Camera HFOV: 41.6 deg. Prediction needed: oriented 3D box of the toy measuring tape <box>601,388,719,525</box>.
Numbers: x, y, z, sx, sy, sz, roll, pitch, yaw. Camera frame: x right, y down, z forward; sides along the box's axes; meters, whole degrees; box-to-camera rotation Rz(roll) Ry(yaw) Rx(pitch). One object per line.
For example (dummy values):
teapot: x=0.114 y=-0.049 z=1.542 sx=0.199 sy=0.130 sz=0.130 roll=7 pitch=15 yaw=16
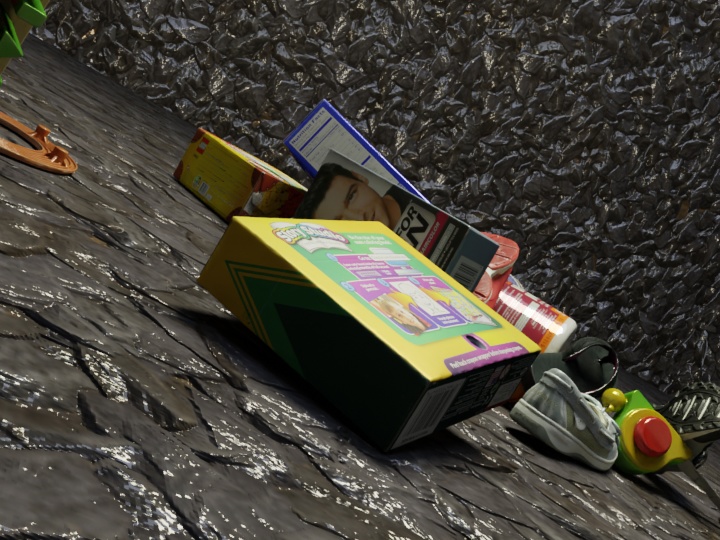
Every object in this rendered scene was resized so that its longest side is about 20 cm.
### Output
toy measuring tape: x=0.320 y=0.212 z=1.010 sx=0.200 sy=0.073 sz=0.074 roll=51 pitch=6 yaw=1

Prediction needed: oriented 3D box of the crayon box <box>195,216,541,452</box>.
crayon box: x=0.014 y=0.033 z=0.660 sx=0.172 sy=0.058 sz=0.200 roll=38 pitch=19 yaw=23

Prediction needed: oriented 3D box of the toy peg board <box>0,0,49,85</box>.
toy peg board: x=-0.416 y=-0.296 z=0.979 sx=0.199 sy=0.200 sz=0.098 roll=25 pitch=21 yaw=-43

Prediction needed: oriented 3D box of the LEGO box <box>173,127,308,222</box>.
LEGO box: x=-0.132 y=-0.097 z=1.236 sx=0.149 sy=0.077 sz=0.200 roll=26 pitch=7 yaw=-40

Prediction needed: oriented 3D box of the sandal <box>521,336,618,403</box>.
sandal: x=0.244 y=0.112 z=1.029 sx=0.200 sy=0.048 sz=0.076 roll=-8 pitch=74 yaw=-52

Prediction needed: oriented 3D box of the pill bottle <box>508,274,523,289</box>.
pill bottle: x=0.163 y=0.040 z=1.377 sx=0.115 sy=0.116 sz=0.200 roll=33 pitch=5 yaw=26

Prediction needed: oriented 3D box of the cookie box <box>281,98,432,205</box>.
cookie box: x=0.015 y=-0.086 z=1.112 sx=0.200 sy=0.075 sz=0.171 roll=46 pitch=1 yaw=14

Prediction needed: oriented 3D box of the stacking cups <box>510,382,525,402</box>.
stacking cups: x=0.174 y=0.123 z=1.030 sx=0.199 sy=0.061 sz=0.060 roll=19 pitch=11 yaw=-43

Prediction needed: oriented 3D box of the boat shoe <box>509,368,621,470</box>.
boat shoe: x=0.211 y=0.144 z=0.922 sx=0.074 sy=0.065 sz=0.202 roll=35 pitch=4 yaw=39

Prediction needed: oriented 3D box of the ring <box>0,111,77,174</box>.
ring: x=-0.339 y=-0.141 z=0.830 sx=0.200 sy=0.019 sz=0.200 roll=31 pitch=5 yaw=-3

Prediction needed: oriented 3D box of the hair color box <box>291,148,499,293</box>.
hair color box: x=0.025 y=-0.031 z=0.910 sx=0.200 sy=0.099 sz=0.061 roll=34 pitch=6 yaw=40

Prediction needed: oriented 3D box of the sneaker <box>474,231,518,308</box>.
sneaker: x=0.124 y=0.037 z=1.092 sx=0.078 sy=0.116 sz=0.200 roll=19 pitch=29 yaw=18

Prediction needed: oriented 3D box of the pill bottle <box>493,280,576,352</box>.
pill bottle: x=0.163 y=0.062 z=1.202 sx=0.199 sy=0.110 sz=0.110 roll=32 pitch=5 yaw=17

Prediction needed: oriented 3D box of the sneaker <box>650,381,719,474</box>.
sneaker: x=0.370 y=0.185 z=1.071 sx=0.079 sy=0.074 sz=0.200 roll=40 pitch=-25 yaw=1

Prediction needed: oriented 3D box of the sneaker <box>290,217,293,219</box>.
sneaker: x=0.000 y=0.000 z=1.025 sx=0.199 sy=0.084 sz=0.081 roll=32 pitch=5 yaw=7
